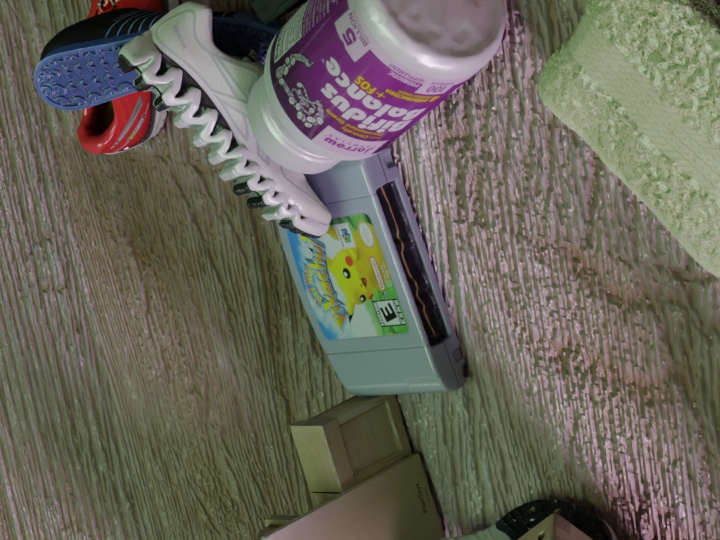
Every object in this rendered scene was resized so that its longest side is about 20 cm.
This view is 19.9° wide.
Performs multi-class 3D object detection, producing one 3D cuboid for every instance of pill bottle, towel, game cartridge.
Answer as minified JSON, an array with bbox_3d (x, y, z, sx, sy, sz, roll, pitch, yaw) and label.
[{"bbox_3d":[0.003,-0.142,1.386,0.113,0.112,0.200,59,143,5],"label":"pill bottle"},{"bbox_3d":[0.199,-0.093,1.245,0.200,0.036,0.149,49,140,18],"label":"towel"},{"bbox_3d":[0.000,0.000,1.541,0.133,0.040,0.202,-6,106,55],"label":"game cartridge"}]

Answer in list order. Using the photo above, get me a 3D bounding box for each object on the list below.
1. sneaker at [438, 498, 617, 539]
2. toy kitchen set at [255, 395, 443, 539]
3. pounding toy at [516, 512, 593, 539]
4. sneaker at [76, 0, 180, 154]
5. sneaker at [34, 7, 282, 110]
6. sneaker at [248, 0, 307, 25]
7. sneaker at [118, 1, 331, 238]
[{"bbox_3d":[0.119,0.220,1.518,0.072,0.072,0.199,32,145,-31],"label":"sneaker"},{"bbox_3d":[-0.055,0.218,1.622,0.180,0.162,0.202,-6,104,50],"label":"toy kitchen set"},{"bbox_3d":[0.146,0.288,1.437,0.199,0.143,0.184,36,125,-17],"label":"pounding toy"},{"bbox_3d":[-0.195,-0.178,1.622,0.077,0.085,0.202,29,132,35],"label":"sneaker"},{"bbox_3d":[-0.146,-0.170,1.545,0.198,0.078,0.071,-4,121,7],"label":"sneaker"},{"bbox_3d":[-0.057,-0.240,1.440,0.199,0.060,0.105,-24,97,57],"label":"sneaker"},{"bbox_3d":[-0.083,-0.107,1.483,0.200,0.081,0.075,48,168,-15],"label":"sneaker"}]
